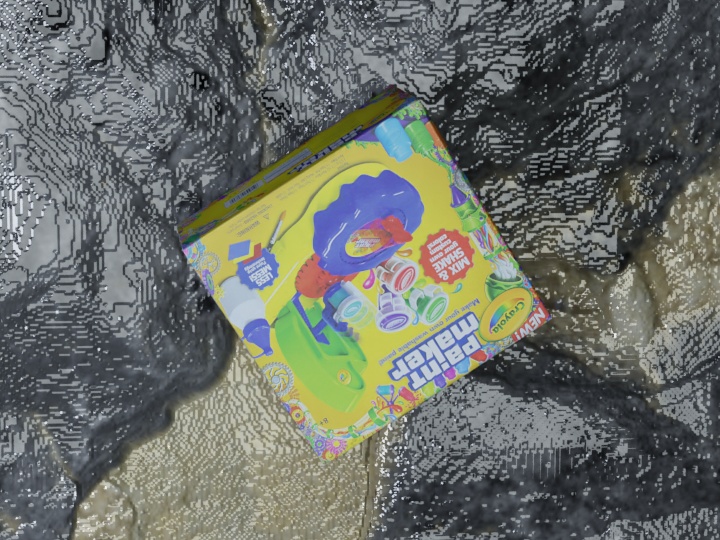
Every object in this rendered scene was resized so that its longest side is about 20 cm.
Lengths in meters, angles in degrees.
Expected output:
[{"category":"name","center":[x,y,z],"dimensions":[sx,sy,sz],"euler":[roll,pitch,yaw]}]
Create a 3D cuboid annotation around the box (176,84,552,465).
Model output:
[{"category":"box","center":[0.000,0.000,1.439],"dimensions":[0.200,0.122,0.193],"euler":[-33,103,-1]}]
